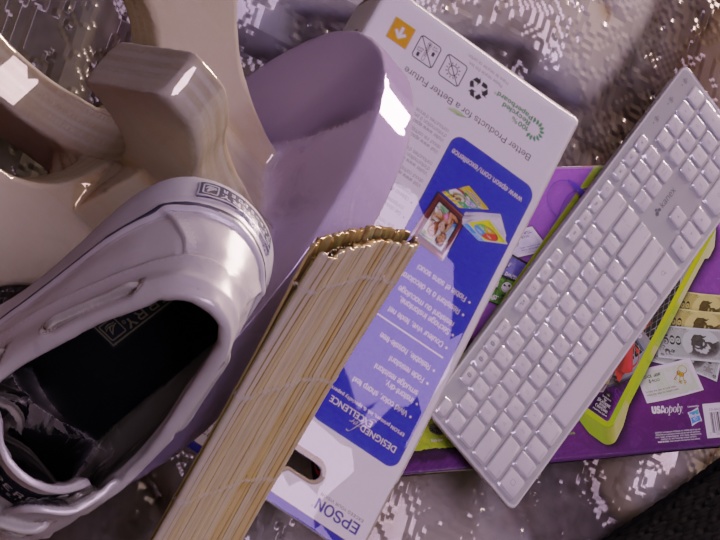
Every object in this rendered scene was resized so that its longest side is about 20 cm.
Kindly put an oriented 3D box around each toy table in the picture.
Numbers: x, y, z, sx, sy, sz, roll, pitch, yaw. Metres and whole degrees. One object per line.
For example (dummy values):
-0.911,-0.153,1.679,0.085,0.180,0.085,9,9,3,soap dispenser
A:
-0.079,-0.034,1.000,0.117,0.183,0.200,48,58,-31,toy table

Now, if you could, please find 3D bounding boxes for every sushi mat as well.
-0.043,0.071,0.983,0.012,0.201,0.096,34,16,16,sushi mat

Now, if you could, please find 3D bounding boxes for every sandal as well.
0.149,0.111,1.164,0.200,0.075,0.045,-33,109,-34,sandal

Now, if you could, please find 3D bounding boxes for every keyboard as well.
0.096,0.004,1.154,0.056,0.011,0.200,47,61,-15,keyboard

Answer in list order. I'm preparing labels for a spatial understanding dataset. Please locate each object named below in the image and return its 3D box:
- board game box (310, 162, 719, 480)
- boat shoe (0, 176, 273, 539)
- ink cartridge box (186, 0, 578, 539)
0.064,0.019,1.153,0.199,0.032,0.121,-2,85,-31,board game box
-0.103,0.052,0.925,0.072,0.200,0.066,43,28,-19,boat shoe
0.000,0.000,1.082,0.095,0.037,0.201,34,66,-16,ink cartridge box
